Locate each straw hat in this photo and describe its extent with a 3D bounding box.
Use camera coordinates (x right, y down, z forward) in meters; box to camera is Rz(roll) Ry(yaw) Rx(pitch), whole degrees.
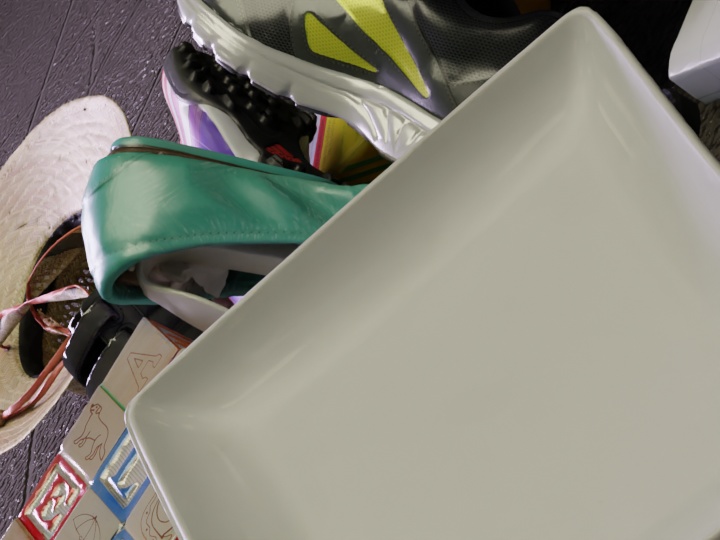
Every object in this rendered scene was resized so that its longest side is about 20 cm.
[{"bbox_3d":[-0.132,0.019,1.218,0.201,0.085,0.201,-37,40,39],"label":"straw hat"}]

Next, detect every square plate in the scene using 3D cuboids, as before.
[{"bbox_3d":[0.036,0.042,0.708,0.200,0.028,0.198,-41,41,8],"label":"square plate"}]

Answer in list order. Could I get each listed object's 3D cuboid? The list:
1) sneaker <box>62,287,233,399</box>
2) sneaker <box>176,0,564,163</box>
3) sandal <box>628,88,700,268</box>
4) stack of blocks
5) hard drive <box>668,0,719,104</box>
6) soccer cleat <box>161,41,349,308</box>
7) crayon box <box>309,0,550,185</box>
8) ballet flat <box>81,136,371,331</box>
[{"bbox_3d":[-0.082,0.066,0.971,0.200,0.099,0.071,-69,6,-47],"label":"sneaker"},{"bbox_3d":[0.015,-0.093,0.947,0.200,0.074,0.085,31,103,29],"label":"sneaker"},{"bbox_3d":[0.080,0.042,0.757,0.075,0.045,0.200,154,131,-64],"label":"sandal"},{"bbox_3d":[-0.039,0.112,0.798,0.115,0.059,0.200,-56,38,5],"label":"stack of blocks"},{"bbox_3d":[0.186,-0.134,0.789,0.200,0.027,0.132,-21,40,60],"label":"hard drive"},{"bbox_3d":[-0.047,-0.027,0.991,0.073,0.068,0.200,-60,33,18],"label":"soccer cleat"},{"bbox_3d":[0.021,-0.075,1.053,0.200,0.051,0.127,-44,23,33],"label":"crayon box"},{"bbox_3d":[0.000,0.000,0.845,0.067,0.200,0.070,70,-153,-70],"label":"ballet flat"}]
